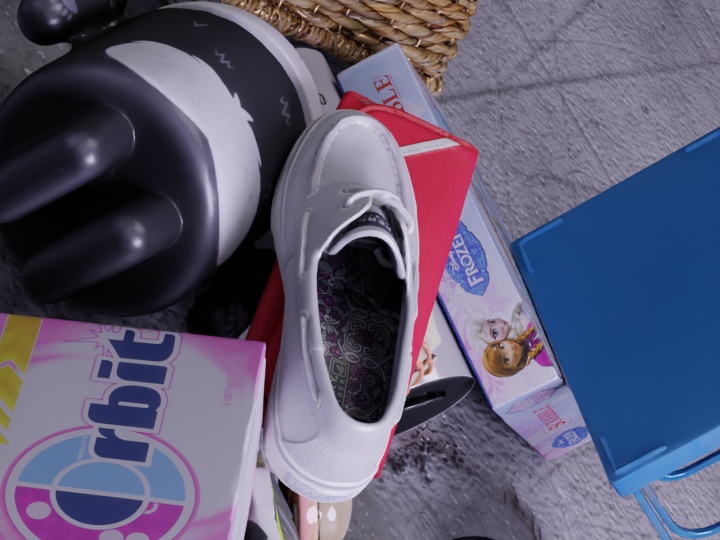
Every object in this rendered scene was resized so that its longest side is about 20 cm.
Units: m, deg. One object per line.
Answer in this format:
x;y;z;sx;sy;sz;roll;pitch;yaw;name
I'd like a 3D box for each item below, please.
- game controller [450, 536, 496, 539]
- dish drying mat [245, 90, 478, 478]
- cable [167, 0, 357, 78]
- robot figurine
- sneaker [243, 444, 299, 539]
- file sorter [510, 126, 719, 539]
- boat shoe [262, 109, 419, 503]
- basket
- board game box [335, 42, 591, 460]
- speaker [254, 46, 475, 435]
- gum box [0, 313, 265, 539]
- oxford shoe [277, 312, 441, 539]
0.058;0.220;1.017;0.104;0.042;0.201;-13;67;-21;game controller
0.000;0.000;1.022;0.077;0.018;0.200;26;49;-8;dish drying mat
-0.046;-0.181;1.291;0.200;0.069;0.201;26;40;-42;cable
-0.097;-0.052;1.033;0.124;0.151;0.200;15;25;16;robot figurine
-0.047;0.141;0.937;0.200;0.074;0.081;-98;161;-52;sneaker
0.186;0.048;1.153;0.123;0.138;0.200;54;11;-36;file sorter
-0.004;0.001;0.963;0.072;0.069;0.201;22;51;-12;boat shoe
-0.023;-0.207;1.221;0.200;0.149;0.143;17;15;-48;basket
0.064;-0.004;1.223;0.201;0.041;0.200;66;7;17;board game box
-0.015;-0.012;1.151;0.081;0.081;0.201;2;58;-55;speaker
-0.105;0.109;0.848;0.113;0.066;0.200;6;39;1;gum box
0.002;0.042;1.043;0.073;0.071;0.201;10;60;-5;oxford shoe
